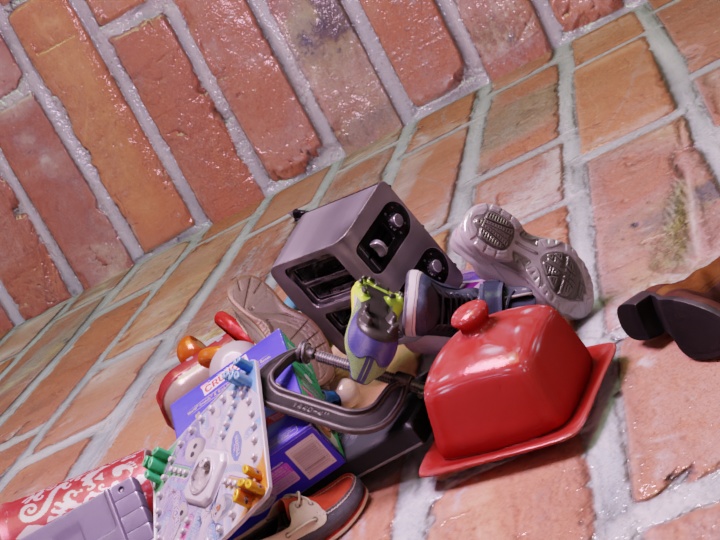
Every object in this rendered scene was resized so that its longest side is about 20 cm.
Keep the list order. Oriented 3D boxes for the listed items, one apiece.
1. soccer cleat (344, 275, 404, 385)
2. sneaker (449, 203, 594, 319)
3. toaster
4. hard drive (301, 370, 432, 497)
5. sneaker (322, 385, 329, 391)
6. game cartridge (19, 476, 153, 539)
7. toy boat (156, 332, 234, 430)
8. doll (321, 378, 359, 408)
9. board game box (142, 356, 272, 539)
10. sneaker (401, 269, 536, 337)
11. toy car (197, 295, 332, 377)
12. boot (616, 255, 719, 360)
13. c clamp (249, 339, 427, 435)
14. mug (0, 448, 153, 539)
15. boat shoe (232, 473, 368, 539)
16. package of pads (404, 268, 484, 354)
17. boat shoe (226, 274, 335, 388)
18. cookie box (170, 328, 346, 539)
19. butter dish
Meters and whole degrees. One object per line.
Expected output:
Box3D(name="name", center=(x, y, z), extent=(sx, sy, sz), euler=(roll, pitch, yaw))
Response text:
Box3D(name="soccer cleat", center=(0.009, 0.065, 1.426), extent=(0.200, 0.064, 0.085), euler=(-81, 12, -74))
Box3D(name="sneaker", center=(0.195, -0.006, 1.561), extent=(0.078, 0.199, 0.099), euler=(-57, 9, -22))
Box3D(name="toaster", center=(0.000, 0.000, 1.648), extent=(0.199, 0.181, 0.119), euler=(-17, 31, 47))
Box3D(name="hard drive", center=(0.011, 0.191, 1.473), extent=(0.199, 0.033, 0.140), euler=(-33, 10, 31))
Box3D(name="sneaker", center=(-0.112, 0.201, 1.714), extent=(0.091, 0.077, 0.199), euler=(-1, -21, -41))
Box3D(name="game cartridge", center=(-0.328, 0.346, 1.505), extent=(0.198, 0.131, 0.038), euler=(-30, -30, 1))
Box3D(name="toy boat", center=(-0.229, 0.144, 1.928), extent=(0.199, 0.131, 0.131), euler=(-33, 52, -19))
Box3D(name="doll", center=(-0.074, 0.201, 1.594), extent=(0.200, 0.048, 0.137), euler=(-42, -13, -32))
Box3D(name="board game box", center=(-0.171, 0.219, 1.375), extent=(0.200, 0.026, 0.201), euler=(-46, 32, 24))
Box3D(name="sneaker", center=(0.127, 0.045, 1.464), extent=(0.144, 0.078, 0.202), euler=(5, -2, 15))
Box3D(name="toy car", center=(-0.135, 0.104, 1.800), extent=(0.198, 0.151, 0.175), euler=(-27, -18, -3))
Box3D(name="boot", center=(0.397, 0.021, 1.351), extent=(0.198, 0.069, 0.188), euler=(-26, 4, -17))
Box3D(name="c clamp", center=(-0.016, 0.122, 1.424), extent=(0.197, 0.027, 0.171), euler=(12, 36, 16))
Box3D(name="mug", center=(-0.329, 0.333, 1.608), extent=(0.198, 0.179, 0.134), euler=(-25, -27, -1))
Box3D(name="boat shoe", center=(-0.074, 0.273, 1.361), extent=(0.199, 0.063, 0.071), euler=(-35, 13, -27))
Box3D(name="package of pads", center=(0.142, 0.053, 1.674), extent=(0.120, 0.076, 0.199), euler=(-37, 15, -28))
Box3D(name="boat shoe", center=(-0.102, 0.089, 1.671), extent=(0.072, 0.065, 0.200), euler=(-35, 60, -23))
Box3D(name="cookie box", center=(-0.122, 0.186, 1.480), extent=(0.170, 0.075, 0.201), euler=(-35, 33, 6))
Box3D(name="butter dish", center=(0.144, 0.100, 1.350), extent=(0.198, 0.149, 0.200), euler=(-21, 15, 32))
